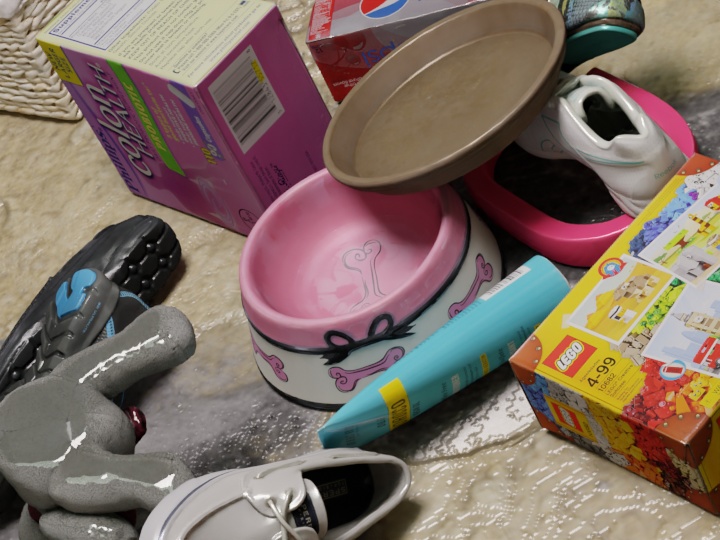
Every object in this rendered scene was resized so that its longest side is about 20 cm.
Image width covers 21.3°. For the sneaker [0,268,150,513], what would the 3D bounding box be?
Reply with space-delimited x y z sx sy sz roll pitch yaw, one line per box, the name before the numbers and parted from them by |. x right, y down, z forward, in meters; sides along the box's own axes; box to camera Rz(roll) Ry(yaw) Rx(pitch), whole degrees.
sneaker | -0.217 0.102 1.398 0.200 0.082 0.073 -58 29 0

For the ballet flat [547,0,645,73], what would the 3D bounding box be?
ballet flat | 0.142 -0.180 1.441 0.200 0.074 0.074 -18 35 51

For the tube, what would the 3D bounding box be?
tube | 0.054 0.064 1.292 0.200 0.078 0.050 -34 64 -11

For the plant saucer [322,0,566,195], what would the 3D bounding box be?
plant saucer | 0.063 -0.122 1.369 0.200 0.030 0.200 -27 31 18

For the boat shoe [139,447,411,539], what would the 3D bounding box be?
boat shoe | -0.048 0.154 1.192 0.200 0.072 0.066 -9 -3 -45

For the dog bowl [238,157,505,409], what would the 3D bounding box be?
dog bowl | 0.000 0.000 1.381 0.199 0.074 0.201 -15 43 14

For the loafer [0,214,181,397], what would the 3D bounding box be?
loafer | -0.220 0.034 1.478 0.070 0.068 0.201 7 48 48

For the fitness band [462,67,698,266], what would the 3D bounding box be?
fitness band | 0.160 -0.076 1.400 0.144 0.037 0.200 -42 41 -11

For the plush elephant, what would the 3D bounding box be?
plush elephant | -0.182 0.149 1.286 0.199 0.155 0.165 -17 51 2

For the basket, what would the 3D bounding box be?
basket | -0.304 -0.263 1.750 0.199 0.161 0.199 9 53 37

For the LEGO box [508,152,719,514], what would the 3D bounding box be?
LEGO box | 0.219 0.035 1.219 0.149 0.077 0.200 25 63 43

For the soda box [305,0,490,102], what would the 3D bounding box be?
soda box | 0.060 -0.201 1.552 0.199 0.070 0.064 -11 44 19

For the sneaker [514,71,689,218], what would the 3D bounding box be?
sneaker | 0.158 -0.111 1.349 0.070 0.080 0.200 -43 41 -9

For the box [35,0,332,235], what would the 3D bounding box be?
box | -0.128 -0.131 1.505 0.200 0.176 0.097 22 60 41
